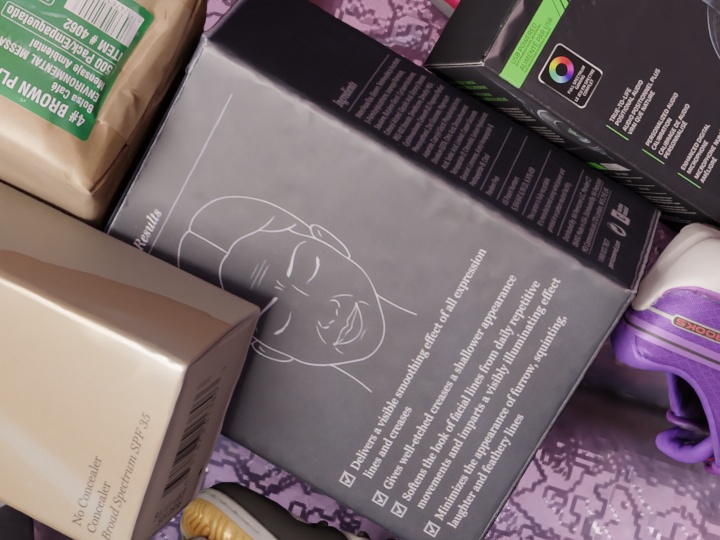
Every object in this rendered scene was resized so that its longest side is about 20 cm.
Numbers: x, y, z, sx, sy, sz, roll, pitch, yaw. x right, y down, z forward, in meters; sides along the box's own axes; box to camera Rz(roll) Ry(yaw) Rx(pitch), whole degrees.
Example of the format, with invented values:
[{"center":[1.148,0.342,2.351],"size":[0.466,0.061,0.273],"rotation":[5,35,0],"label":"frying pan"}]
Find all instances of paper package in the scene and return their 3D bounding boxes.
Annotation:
[{"center":[-0.172,-0.105,1.031],"size":[0.199,0.191,0.104],"rotation":[28,83,-1],"label":"paper package"}]

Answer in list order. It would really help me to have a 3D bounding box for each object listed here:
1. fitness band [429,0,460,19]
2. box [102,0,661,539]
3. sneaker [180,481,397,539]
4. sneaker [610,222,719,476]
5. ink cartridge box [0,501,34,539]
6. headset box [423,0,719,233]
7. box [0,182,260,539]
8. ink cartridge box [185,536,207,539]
[{"center":[0.091,-0.167,1.133],"size":[0.200,0.037,0.144],"rotation":[38,82,0],"label":"fitness band"},{"center":[0.000,0.000,1.045],"size":[0.199,0.107,0.149],"rotation":[31,113,0],"label":"box"},{"center":[0.016,0.145,1.085],"size":[0.199,0.076,0.088],"rotation":[36,64,0],"label":"sneaker"},{"center":[0.171,0.061,1.066],"size":[0.083,0.081,0.200],"rotation":[-44,122,3],"label":"sneaker"},{"center":[-0.217,0.111,0.933],"size":[0.197,0.201,0.044],"rotation":[12,122,-20],"label":"ink cartridge box"},{"center":[0.148,-0.116,1.070],"size":[0.199,0.093,0.175],"rotation":[33,86,-14],"label":"headset box"},{"center":[-0.151,0.022,0.989],"size":[0.199,0.078,0.096],"rotation":[24,113,12],"label":"box"},{"center":[-0.060,0.227,0.979],"size":[0.043,0.200,0.198],"rotation":[-20,99,14],"label":"ink cartridge box"}]
